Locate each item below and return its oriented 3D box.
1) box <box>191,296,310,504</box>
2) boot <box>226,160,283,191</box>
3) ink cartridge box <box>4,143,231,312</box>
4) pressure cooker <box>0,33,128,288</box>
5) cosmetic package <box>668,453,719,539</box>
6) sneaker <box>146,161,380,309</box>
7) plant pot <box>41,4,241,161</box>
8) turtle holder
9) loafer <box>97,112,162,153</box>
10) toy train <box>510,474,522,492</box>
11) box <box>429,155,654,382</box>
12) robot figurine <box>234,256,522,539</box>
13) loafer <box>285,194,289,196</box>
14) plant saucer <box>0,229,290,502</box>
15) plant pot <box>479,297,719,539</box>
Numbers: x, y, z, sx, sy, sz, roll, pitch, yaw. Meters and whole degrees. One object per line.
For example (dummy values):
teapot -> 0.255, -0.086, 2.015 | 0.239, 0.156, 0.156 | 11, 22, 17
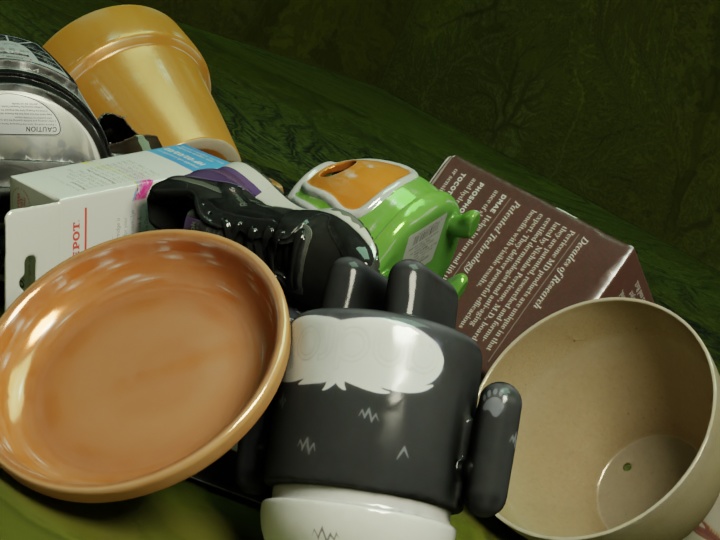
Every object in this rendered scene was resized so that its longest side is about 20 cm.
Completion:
box -> -0.044, 0.083, 1.230 | 0.196, 0.118, 0.200 | 22, 10, -8
boot -> -0.158, -0.044, 1.580 | 0.200, 0.069, 0.188 | -12, 17, -31
ink cartridge box -> -0.191, -0.017, 1.290 | 0.200, 0.115, 0.068 | -14, 28, -41
pressure cooker -> -0.280, -0.080, 1.375 | 0.179, 0.176, 0.200 | 50, 0, -25
cosmetic package -> 0.323, 0.223, 1.364 | 0.103, 0.087, 0.200 | 3, 20, -33
sneaker -> -0.073, -0.014, 1.200 | 0.087, 0.076, 0.200 | -8, 24, -39
plant pot -> -0.214, -0.130, 1.748 | 0.200, 0.200, 0.183 | 11, 30, -48
turtle holder -> 0.007, -0.009, 1.409 | 0.132, 0.141, 0.186 | 36, -17, 21
loafer -> -0.189, -0.076, 1.462 | 0.073, 0.072, 0.200 | -13, 30, -28
toy train -> 0.056, 0.115, 1.442 | 0.200, 0.056, 0.150 | 27, 11, 17
box -> 0.131, 0.035, 1.563 | 0.200, 0.164, 0.166 | 29, -14, 29
robot figurine -> 0.008, 0.096, 1.062 | 0.125, 0.201, 0.150 | 14, -14, -24
loafer -> -0.109, -0.029, 1.498 | 0.200, 0.072, 0.063 | -40, 102, -46
plant saucer -> -0.136, 0.060, 1.065 | 0.200, 0.200, 0.038 | 32, -26, 37
plant pot -> 0.198, 0.140, 1.339 | 0.200, 0.200, 0.134 | 34, -9, 45
